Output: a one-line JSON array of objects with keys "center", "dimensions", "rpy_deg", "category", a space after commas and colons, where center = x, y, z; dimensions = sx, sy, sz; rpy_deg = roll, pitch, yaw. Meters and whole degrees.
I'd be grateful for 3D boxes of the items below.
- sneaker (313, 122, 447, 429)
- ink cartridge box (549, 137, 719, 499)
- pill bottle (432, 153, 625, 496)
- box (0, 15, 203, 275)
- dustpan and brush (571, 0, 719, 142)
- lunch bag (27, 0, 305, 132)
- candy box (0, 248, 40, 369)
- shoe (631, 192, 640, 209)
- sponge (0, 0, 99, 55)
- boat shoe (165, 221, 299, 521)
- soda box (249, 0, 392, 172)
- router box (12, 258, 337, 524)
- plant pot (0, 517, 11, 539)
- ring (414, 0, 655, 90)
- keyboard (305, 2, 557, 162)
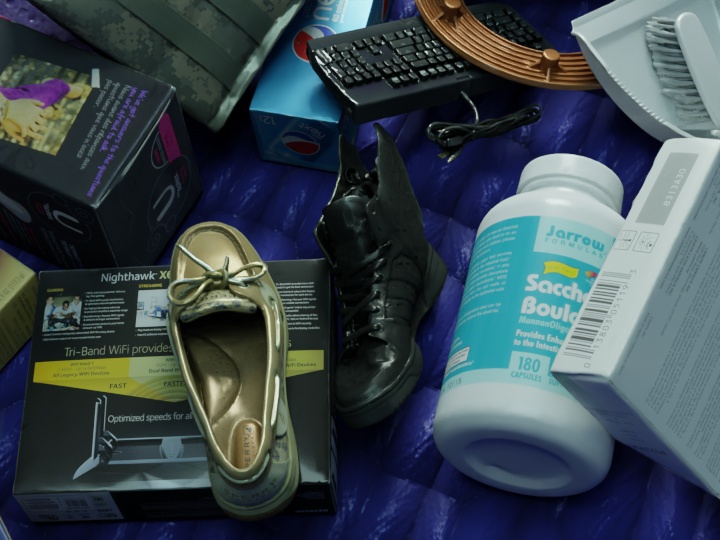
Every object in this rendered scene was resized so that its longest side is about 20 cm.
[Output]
[{"center": [0.002, -0.001, 0.907], "dimensions": [0.059, 0.105, 0.201], "rpy_deg": [-20, 28, 30], "category": "sneaker"}, {"center": [0.212, 0.046, 0.852], "dimensions": [0.050, 0.200, 0.162], "rpy_deg": [8, 62, 48], "category": "ink cartridge box"}, {"center": [0.116, 0.029, 0.895], "dimensions": [0.109, 0.111, 0.202], "rpy_deg": [9, 62, 10], "category": "pill bottle"}, {"center": [-0.222, -0.086, 0.980], "dimensions": [0.198, 0.123, 0.107], "rpy_deg": [24, 65, 16], "category": "box"}, {"center": [0.246, -0.110, 0.989], "dimensions": [0.139, 0.057, 0.202], "rpy_deg": [-27, 92, -28], "category": "dustpan and brush"}, {"center": [-0.116, -0.226, 0.982], "dimensions": [0.201, 0.163, 0.117], "rpy_deg": [-56, 31, -2], "category": "lunch bag"}, {"center": [-0.314, 0.058, 0.944], "dimensions": [0.116, 0.057, 0.201], "rpy_deg": [31, 66, 20], "category": "candy box"}, {"center": [0.252, -0.046, 0.923], "dimensions": [0.197, 0.071, 0.054], "rpy_deg": [-5, 35, -24], "category": "shoe"}, {"center": [-0.224, -0.236, 1.040], "dimensions": [0.110, 0.203, 0.030], "rpy_deg": [4, 18, 8], "category": "sponge"}, {"center": [-0.077, 0.047, 0.865], "dimensions": [0.072, 0.063, 0.202], "rpy_deg": [-16, 59, -4], "category": "boat shoe"}, {"center": [-0.022, -0.175, 1.049], "dimensions": [0.067, 0.064, 0.202], "rpy_deg": [9, 61, 10], "category": "soda box"}, {"center": [-0.113, 0.076, 0.919], "dimensions": [0.197, 0.052, 0.159], "rpy_deg": [-2, 60, 3], "category": "router box"}, {"center": [-0.283, 0.166, 0.776], "dimensions": [0.178, 0.200, 0.202], "rpy_deg": [-27, 88, -19], "category": "plant pot"}, {"center": [0.135, -0.205, 1.049], "dimensions": [0.197, 0.019, 0.202], "rpy_deg": [6, 47, -6], "category": "ring"}, {"center": [0.066, -0.135, 0.998], "dimensions": [0.198, 0.021, 0.128], "rpy_deg": [-19, 61, -36], "category": "keyboard"}]
